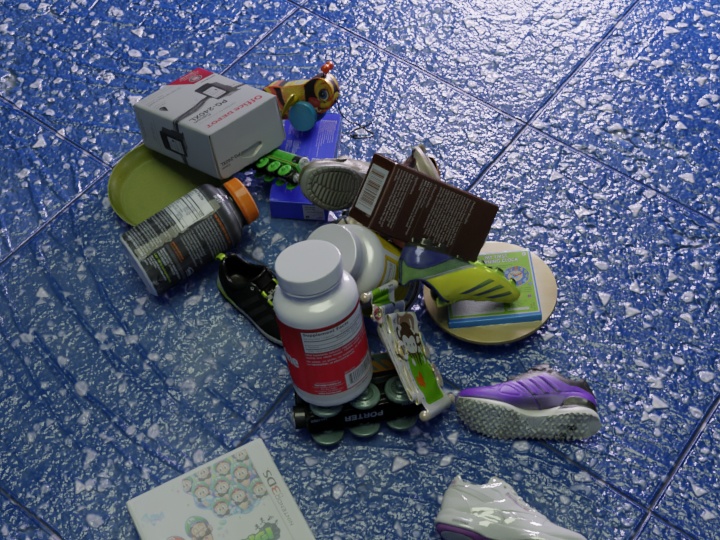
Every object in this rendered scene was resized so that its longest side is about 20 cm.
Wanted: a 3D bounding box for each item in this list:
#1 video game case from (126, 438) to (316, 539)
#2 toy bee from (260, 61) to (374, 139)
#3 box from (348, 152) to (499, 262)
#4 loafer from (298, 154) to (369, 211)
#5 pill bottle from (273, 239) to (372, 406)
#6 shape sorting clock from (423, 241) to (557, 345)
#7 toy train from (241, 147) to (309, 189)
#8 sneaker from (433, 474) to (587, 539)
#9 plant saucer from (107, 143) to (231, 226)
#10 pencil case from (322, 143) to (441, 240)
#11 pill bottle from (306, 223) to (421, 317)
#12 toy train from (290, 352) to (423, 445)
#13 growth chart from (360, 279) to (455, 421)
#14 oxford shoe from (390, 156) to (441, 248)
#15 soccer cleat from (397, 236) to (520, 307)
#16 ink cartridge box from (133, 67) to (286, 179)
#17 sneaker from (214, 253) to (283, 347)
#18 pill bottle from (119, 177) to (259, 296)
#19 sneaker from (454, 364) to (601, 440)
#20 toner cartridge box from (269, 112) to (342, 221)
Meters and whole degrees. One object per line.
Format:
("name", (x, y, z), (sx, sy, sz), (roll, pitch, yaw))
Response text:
("video game case", (-0.178, 0.331, 1.463), (0.198, 0.024, 0.183), (-24, 56, -17))
("toy bee", (-0.076, -0.284, 1.821), (0.197, 0.110, 0.131), (1, 25, -4))
("box", (0.092, -0.085, 1.624), (0.198, 0.101, 0.075), (21, 8, -31))
("loafer", (-0.030, -0.138, 1.757), (0.069, 0.076, 0.199), (34, 20, 36))
("pill bottle", (-0.051, 0.067, 1.460), (0.110, 0.202, 0.113), (-7, 37, 5))
("shape sorting clock", (0.191, 0.032, 1.680), (0.197, 0.039, 0.202), (-3, 50, 4))
("toy train", (-0.148, -0.174, 1.793), (0.056, 0.042, 0.199), (-45, 39, -20))
("sneaker", (0.197, 0.313, 1.444), (0.197, 0.075, 0.100), (13, 55, 10))
("plant saucer", (-0.302, -0.130, 1.811), (0.197, 0.031, 0.202), (0, 52, -1))
("pencil case", (0.038, -0.099, 1.706), (0.199, 0.078, 0.090), (-41, 59, 8))
("pill bottle", (0.000, 0.000, 1.591), (0.111, 0.200, 0.114), (-7, 75, 25))
("toy train", (-0.003, 0.166, 1.557), (0.197, 0.086, 0.115), (-10, 44, -8))
("growth chart", (0.066, 0.106, 1.514), (0.018, 0.202, 0.145), (-24, 5, 23))
("oxford shoe", (0.086, -0.093, 1.758), (0.070, 0.072, 0.202), (8, 55, 5))
("soccer cleat", (0.136, 0.018, 1.599), (0.198, 0.065, 0.085), (20, 84, -26))
("ink cartridge box", (-0.237, -0.235, 1.791), (0.199, 0.084, 0.145), (24, 48, 39))
("sneaker", (-0.138, 0.041, 1.647), (0.199, 0.083, 0.072), (30, 58, 21))
("pill bottle", (-0.249, -0.057, 1.693), (0.199, 0.107, 0.106), (-33, 59, -14))
("sneaker", (0.227, 0.174, 1.561), (0.197, 0.070, 0.100), (6, 46, 0))
("toner cartridge box", (-0.086, -0.172, 1.834), (0.093, 0.043, 0.202), (5, 53, 4))
